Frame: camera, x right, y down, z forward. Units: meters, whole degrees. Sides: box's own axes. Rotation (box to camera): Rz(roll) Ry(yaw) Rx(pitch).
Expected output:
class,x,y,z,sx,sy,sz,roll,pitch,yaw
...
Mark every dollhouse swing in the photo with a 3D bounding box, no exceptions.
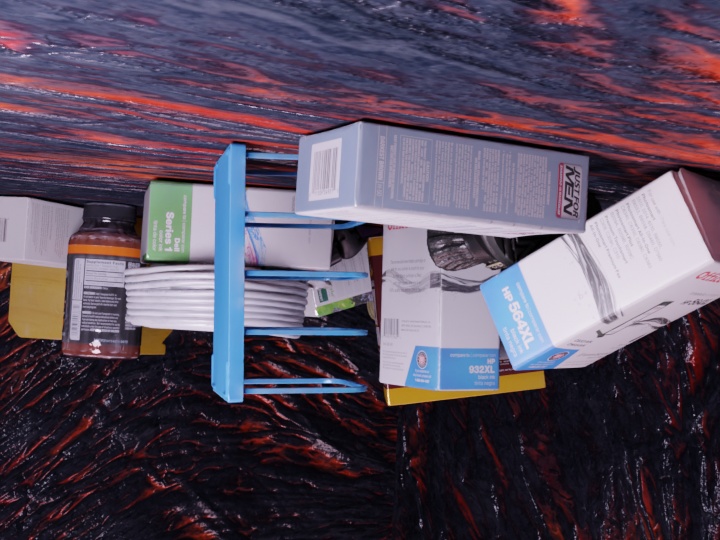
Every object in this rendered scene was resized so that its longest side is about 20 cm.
class,x,y,z,sx,sy,sz,roll,pitch,yaw
dollhouse swing,-0.403,0.021,1.792,0.174,0.204,0.181,1,177,34

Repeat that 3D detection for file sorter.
class,x,y,z,sx,sy,sz,roll,pitch,yaw
file sorter,-0.060,0.005,1.004,0.121,0.204,0.139,1,178,-12

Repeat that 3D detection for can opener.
class,x,y,z,sx,sy,sz,roll,pitch,yaw
can opener,-0.047,-0.048,1.477,0.078,0.064,0.200,-23,-167,-10

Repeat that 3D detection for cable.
class,x,y,z,sx,sy,sz,roll,pitch,yaw
cable,-0.155,0.033,1.269,0.198,0.070,0.199,1,177,34

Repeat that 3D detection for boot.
class,x,y,z,sx,sy,sz,roll,pitch,yaw
boot,0.121,-0.039,1.125,0.156,0.081,0.210,1,177,36

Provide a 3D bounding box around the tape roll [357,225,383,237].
class,x,y,z,sx,sy,sz,roll,pitch,yaw
tape roll,-0.036,-0.019,1.755,0.196,0.087,0.200,2,178,0

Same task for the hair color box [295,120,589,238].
class,x,y,z,sx,sy,sz,roll,pitch,yaw
hair color box,0.061,-0.063,0.877,0.197,0.062,0.099,5,177,-28

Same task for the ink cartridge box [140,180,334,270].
class,x,y,z,sx,sy,sz,roll,pitch,yaw
ink cartridge box,-0.136,-0.044,1.292,0.197,0.086,0.145,3,178,-13

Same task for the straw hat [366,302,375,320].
class,x,y,z,sx,sy,sz,roll,pitch,yaw
straw hat,0.099,0.024,2.481,0.198,0.202,0.086,2,135,24

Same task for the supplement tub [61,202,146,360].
class,x,y,z,sx,sy,sz,roll,pitch,yaw
supplement tub,-0.336,0.015,1.563,0.105,0.204,0.107,3,176,0

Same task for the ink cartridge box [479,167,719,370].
class,x,y,z,sx,sy,sz,roll,pitch,yaw
ink cartridge box,0.226,0.005,1.006,0.199,0.085,0.145,-32,159,32

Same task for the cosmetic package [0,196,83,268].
class,x,y,z,sx,sy,sz,roll,pitch,yaw
cosmetic package,-0.428,-0.048,1.608,0.106,0.086,0.199,3,178,23

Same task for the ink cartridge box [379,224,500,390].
class,x,y,z,sx,sy,sz,roll,pitch,yaw
ink cartridge box,0.088,0.028,1.325,0.082,0.204,0.145,2,178,-24

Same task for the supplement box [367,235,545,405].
class,x,y,z,sx,sy,sz,roll,pitch,yaw
supplement box,0.114,0.051,1.471,0.194,0.204,0.133,-6,179,0

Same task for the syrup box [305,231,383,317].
class,x,y,z,sx,sy,sz,roll,pitch,yaw
syrup box,0.000,0.000,1.602,0.198,0.080,0.081,-15,-173,-28
